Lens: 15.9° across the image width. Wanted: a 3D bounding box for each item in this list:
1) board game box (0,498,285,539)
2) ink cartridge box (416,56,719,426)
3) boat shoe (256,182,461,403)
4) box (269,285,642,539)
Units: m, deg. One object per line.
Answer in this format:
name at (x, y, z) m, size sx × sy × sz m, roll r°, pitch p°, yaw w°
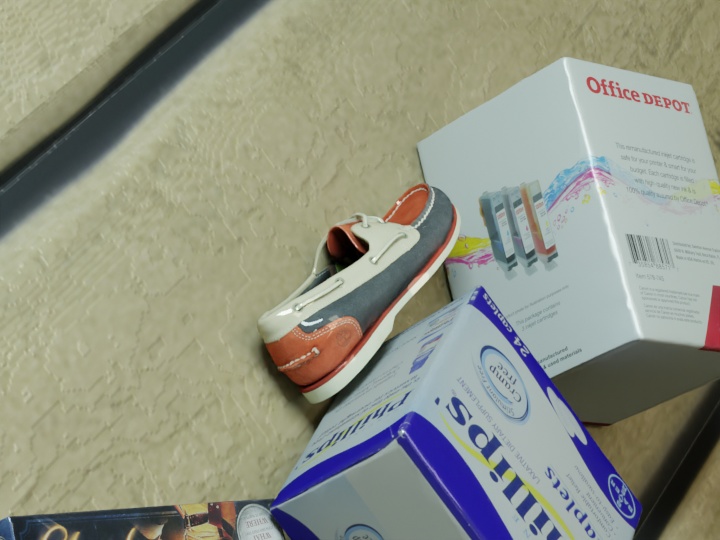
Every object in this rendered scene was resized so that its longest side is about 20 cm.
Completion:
board game box at (-0.108, 0.195, 1.382) m, size 0.199 × 0.035 × 0.136 m, roll 1°, pitch 68°, yaw -49°
ink cartridge box at (0.151, -0.017, 1.714) m, size 0.145 × 0.144 × 0.201 m, roll 8°, pitch 63°, yaw -46°
boat shoe at (0.000, 0.000, 1.597) m, size 0.063 × 0.071 × 0.200 m, roll 49°, pitch 44°, yaw -12°
box at (0.063, 0.141, 1.527) m, size 0.184 × 0.105 × 0.200 m, roll 53°, pitch 28°, yaw -11°
